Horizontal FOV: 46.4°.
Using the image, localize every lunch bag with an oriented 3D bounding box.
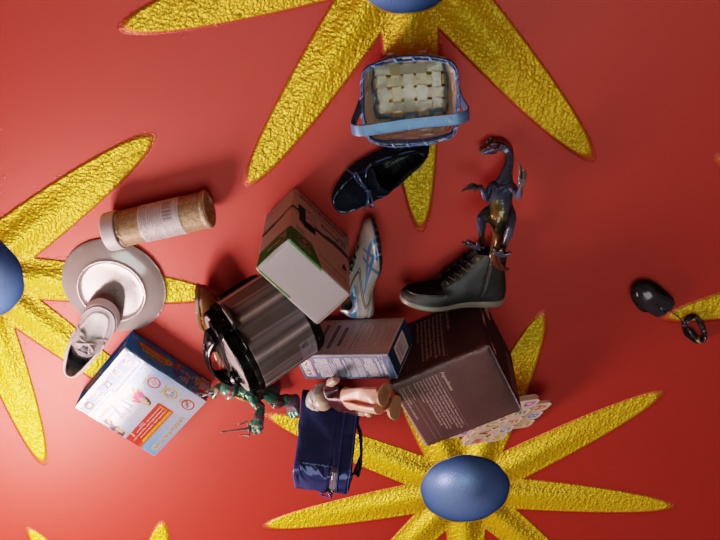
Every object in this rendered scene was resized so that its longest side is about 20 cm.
[{"bbox_3d":[-0.059,0.342,1.638,0.129,0.204,0.137,4,155,0],"label":"lunch bag"}]

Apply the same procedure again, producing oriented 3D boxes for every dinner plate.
[{"bbox_3d":[-0.464,0.035,1.574,0.195,0.024,0.204,0,121,0],"label":"dinner plate"}]

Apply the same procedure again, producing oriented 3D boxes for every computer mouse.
[{"bbox_3d":[0.581,0.084,1.570,0.198,0.034,0.059,33,116,-17],"label":"computer mouse"}]

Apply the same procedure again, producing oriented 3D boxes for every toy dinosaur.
[{"bbox_3d":[0.225,-0.122,1.424,0.103,0.185,0.200,12,164,12],"label":"toy dinosaur"}]

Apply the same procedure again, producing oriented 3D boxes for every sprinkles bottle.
[{"bbox_3d":[-0.354,-0.087,1.470,0.195,0.069,0.069,-12,121,8],"label":"sprinkles bottle"}]

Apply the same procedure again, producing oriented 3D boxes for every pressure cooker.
[{"bbox_3d":[-0.183,0.111,1.461,0.198,0.178,0.178,-33,104,-16],"label":"pressure cooker"}]

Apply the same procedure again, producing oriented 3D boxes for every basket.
[{"bbox_3d":[0.072,-0.254,1.280,0.172,0.201,0.142,-5,122,3],"label":"basket"}]

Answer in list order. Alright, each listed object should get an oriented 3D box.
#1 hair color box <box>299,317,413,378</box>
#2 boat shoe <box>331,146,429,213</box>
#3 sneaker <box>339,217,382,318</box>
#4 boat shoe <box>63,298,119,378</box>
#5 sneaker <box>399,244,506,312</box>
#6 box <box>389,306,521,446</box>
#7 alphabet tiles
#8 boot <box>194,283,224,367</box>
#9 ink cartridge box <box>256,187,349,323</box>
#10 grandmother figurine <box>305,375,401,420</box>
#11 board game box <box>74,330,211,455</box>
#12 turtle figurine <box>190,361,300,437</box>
[{"bbox_3d":[-0.012,0.144,1.547,0.196,0.101,0.061,-4,126,29],"label":"hair color box"},{"bbox_3d":[0.027,-0.162,1.415,0.199,0.069,0.084,-39,113,22],"label":"boat shoe"},{"bbox_3d":[0.000,0.000,1.512,0.071,0.072,0.204,3,120,-8],"label":"sneaker"},{"bbox_3d":[-0.512,0.134,1.591,0.072,0.066,0.201,25,130,-12],"label":"boat shoe"},{"bbox_3d":[0.168,0.009,1.520,0.195,0.075,0.108,-3,117,-7],"label":"sneaker"},{"bbox_3d":[0.172,0.186,1.564,0.197,0.167,0.166,-23,117,16],"label":"box"},{"bbox_3d":[0.274,0.297,1.657,0.191,0.015,0.201,-4,147,-20],"label":"alphabet tiles"},{"bbox_3d":[-0.219,0.090,1.577,0.151,0.074,0.203,-13,128,7],"label":"boot"},{"bbox_3d":[-0.093,-0.030,1.423,0.083,0.201,0.146,-40,114,19],"label":"ink cartridge box"},{"bbox_3d":[-0.025,0.234,1.531,0.197,0.061,0.122,-8,124,42],"label":"grandmother figurine"},{"bbox_3d":[-0.434,0.250,1.681,0.195,0.056,0.200,37,116,-19],"label":"board game box"},{"bbox_3d":[-0.213,0.242,1.597,0.198,0.150,0.102,13,113,-47],"label":"turtle figurine"}]
